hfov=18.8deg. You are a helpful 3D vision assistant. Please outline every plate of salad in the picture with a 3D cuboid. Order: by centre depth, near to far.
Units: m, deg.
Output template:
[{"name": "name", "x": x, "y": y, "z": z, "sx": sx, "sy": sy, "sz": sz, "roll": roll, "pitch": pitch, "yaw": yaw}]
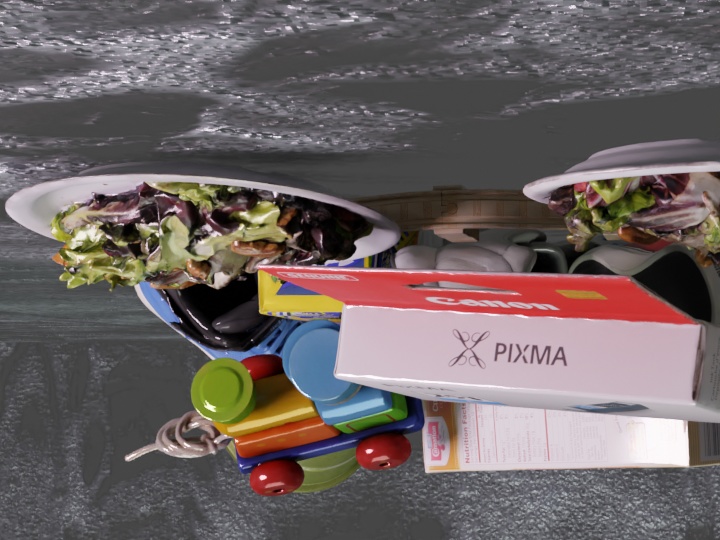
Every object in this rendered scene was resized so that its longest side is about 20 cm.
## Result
[{"name": "plate of salad", "x": 0.171, "y": -0.026, "z": 0.953, "sx": 0.198, "sy": 0.048, "sz": 0.200, "roll": 0, "pitch": 177, "yaw": 0}, {"name": "plate of salad", "x": -0.079, "y": -0.014, "z": 1.089, "sx": 0.198, "sy": 0.048, "sz": 0.200, "roll": 4, "pitch": 168, "yaw": 1}]

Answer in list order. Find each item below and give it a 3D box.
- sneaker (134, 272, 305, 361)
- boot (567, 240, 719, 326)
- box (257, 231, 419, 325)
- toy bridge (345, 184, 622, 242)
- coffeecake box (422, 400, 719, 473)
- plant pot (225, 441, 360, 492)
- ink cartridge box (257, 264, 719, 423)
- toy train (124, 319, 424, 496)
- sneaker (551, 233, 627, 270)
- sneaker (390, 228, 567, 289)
[{"name": "sneaker", "x": -0.055, "y": 0.042, "z": 1.389, "sx": 0.199, "sy": 0.077, "sz": 0.111, "roll": 38, "pitch": 169, "yaw": -6}, {"name": "boot", "x": 0.205, "y": 0.002, "z": 1.185, "sx": 0.143, "sy": 0.073, "sz": 0.200, "roll": -17, "pitch": 180, "yaw": -20}, {"name": "box", "x": 0.000, "y": 0.000, "z": 1.310, "sx": 0.069, "sy": 0.065, "sz": 0.200, "roll": -1, "pitch": 176, "yaw": 15}, {"name": "toy bridge", "x": 0.051, "y": -0.029, "z": 1.153, "sx": 0.198, "sy": 0.027, "sz": 0.067, "roll": -2, "pitch": 175, "yaw": 12}, {"name": "coffeecake box", "x": 0.160, "y": 0.084, "z": 1.337, "sx": 0.199, "sy": 0.074, "sz": 0.153, "roll": -6, "pitch": 176, "yaw": 43}, {"name": "plant pot", "x": -0.036, "y": 0.118, "z": 2.307, "sx": 0.198, "sy": 0.202, "sz": 0.190, "roll": 2, "pitch": 162, "yaw": -22}, {"name": "ink cartridge box", "x": 0.074, "y": 0.037, "z": 1.047, "sx": 0.199, "sy": 0.045, "sz": 0.176, "roll": 2, "pitch": 170, "yaw": 32}, {"name": "toy train", "x": -0.071, "y": 0.084, "z": 1.298, "sx": 0.199, "sy": 0.085, "sz": 0.116, "roll": -15, "pitch": 160, "yaw": 14}, {"name": "sneaker", "x": 0.192, "y": 0.009, "z": 1.415, "sx": 0.198, "sy": 0.076, "sz": 0.087, "roll": -2, "pitch": 170, "yaw": 22}, {"name": "sneaker", "x": 0.078, "y": 0.006, "z": 1.262, "sx": 0.091, "sy": 0.076, "sz": 0.200, "roll": -12, "pitch": -173, "yaw": 10}]
